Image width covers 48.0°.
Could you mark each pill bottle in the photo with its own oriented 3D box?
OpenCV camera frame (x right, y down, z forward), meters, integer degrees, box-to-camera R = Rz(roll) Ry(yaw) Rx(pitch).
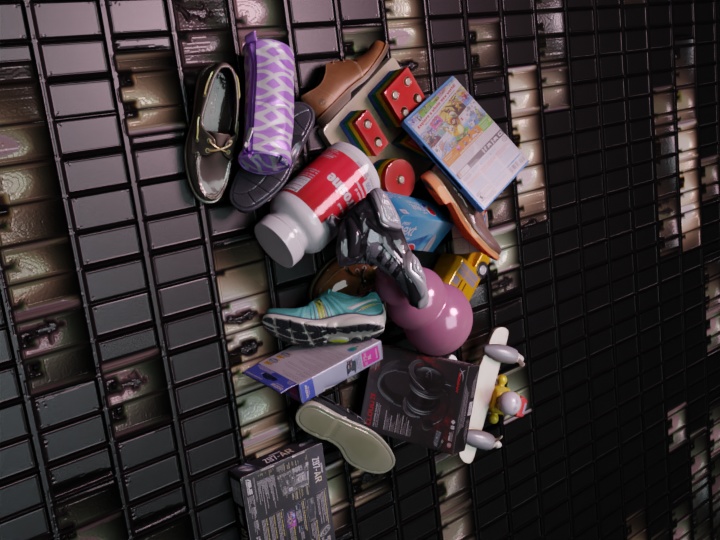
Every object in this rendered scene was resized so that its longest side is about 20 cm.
[{"bbox_3d":[-0.069,-0.101,1.272,0.200,0.112,0.113,-45,120,-25],"label":"pill bottle"}]

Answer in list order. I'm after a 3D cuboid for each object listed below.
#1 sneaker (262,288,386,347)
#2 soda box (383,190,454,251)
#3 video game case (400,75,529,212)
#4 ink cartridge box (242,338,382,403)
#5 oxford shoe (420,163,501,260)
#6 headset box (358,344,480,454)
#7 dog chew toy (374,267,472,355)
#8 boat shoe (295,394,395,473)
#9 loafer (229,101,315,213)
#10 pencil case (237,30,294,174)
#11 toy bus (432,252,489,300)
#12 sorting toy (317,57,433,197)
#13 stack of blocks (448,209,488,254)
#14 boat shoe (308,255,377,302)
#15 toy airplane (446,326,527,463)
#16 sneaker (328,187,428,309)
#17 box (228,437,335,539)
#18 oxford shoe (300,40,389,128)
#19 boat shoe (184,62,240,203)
[{"bbox_3d":[-0.058,0.073,1.297,0.197,0.078,0.081,-2,57,-4],"label":"sneaker"},{"bbox_3d":[0.080,-0.080,1.364,0.068,0.064,0.199,-52,155,19],"label":"soda box"},{"bbox_3d":[0.179,-0.215,1.370,0.200,0.018,0.143,47,64,-3],"label":"video game case"},{"bbox_3d":[-0.075,0.150,1.289,0.198,0.119,0.043,-22,114,-34],"label":"ink cartridge box"},{"bbox_3d":[0.190,-0.105,1.386,0.073,0.071,0.201,-40,105,-4],"label":"oxford shoe"},{"bbox_3d":[0.092,0.215,1.393,0.077,0.197,0.151,14,88,-66],"label":"headset box"},{"bbox_3d":[0.099,0.054,1.349,0.200,0.124,0.125,41,71,-30],"label":"dog chew toy"},{"bbox_3d":[-0.025,0.268,1.359,0.198,0.066,0.075,31,108,-16],"label":"boat shoe"},{"bbox_3d":[-0.130,-0.165,1.249,0.071,0.063,0.201,29,74,8],"label":"loafer"},{"bbox_3d":[-0.142,-0.240,1.191,0.085,0.083,0.203,18,65,-45],"label":"pencil case"},{"bbox_3d":[0.161,0.039,1.498,0.078,0.065,0.202,40,71,-32],"label":"toy bus"},{"bbox_3d":[0.057,-0.224,1.383,0.200,0.069,0.200,-49,122,-23],"label":"sorting toy"},{"bbox_3d":[0.194,-0.142,1.471,0.115,0.058,0.203,-44,127,-70],"label":"stack of blocks"},{"bbox_3d":[0.000,0.000,1.364,0.199,0.068,0.073,-38,118,-28],"label":"boat shoe"},{"bbox_3d":[0.239,0.235,1.531,0.198,0.140,0.202,-30,113,-31],"label":"toy airplane"},{"bbox_3d":[0.025,-0.017,1.239,0.113,0.076,0.202,-25,105,-1],"label":"sneaker"},{"bbox_3d":[-0.124,0.397,1.327,0.159,0.043,0.203,-17,105,-36],"label":"box"},{"bbox_3d":[-0.023,-0.321,1.316,0.071,0.071,0.200,43,62,-6],"label":"oxford shoe"},{"bbox_3d":[-0.212,-0.199,1.176,0.071,0.059,0.203,5,92,-27],"label":"boat shoe"}]
